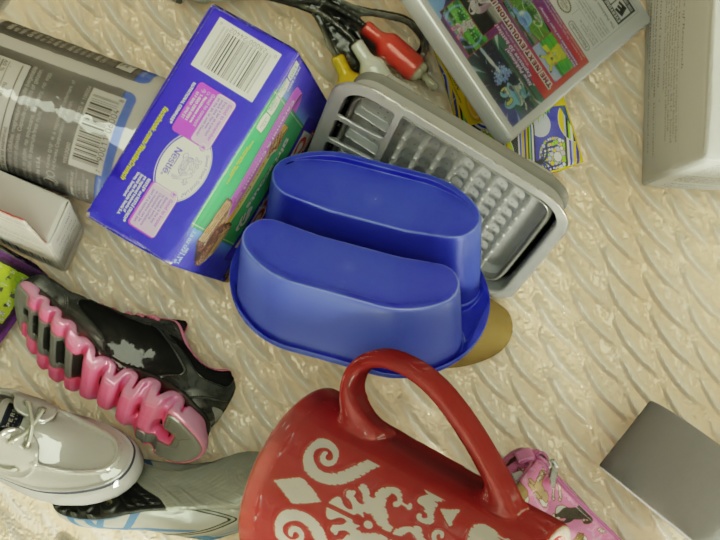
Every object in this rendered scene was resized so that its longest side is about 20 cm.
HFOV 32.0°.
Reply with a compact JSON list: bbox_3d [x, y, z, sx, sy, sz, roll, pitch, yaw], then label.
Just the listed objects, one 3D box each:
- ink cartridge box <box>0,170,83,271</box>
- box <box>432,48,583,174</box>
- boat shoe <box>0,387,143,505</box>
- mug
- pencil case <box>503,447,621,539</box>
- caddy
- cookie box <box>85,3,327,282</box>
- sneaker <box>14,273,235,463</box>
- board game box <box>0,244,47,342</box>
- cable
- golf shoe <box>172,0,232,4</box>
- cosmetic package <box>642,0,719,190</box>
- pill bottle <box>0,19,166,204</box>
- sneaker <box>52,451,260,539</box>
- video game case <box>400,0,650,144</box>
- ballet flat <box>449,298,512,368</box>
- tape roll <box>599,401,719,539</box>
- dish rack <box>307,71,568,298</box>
[{"bbox_3d":[-0.317,-0.071,0.948,0.199,0.176,0.045,23,78,0],"label":"ink cartridge box"},{"bbox_3d":[0.106,-0.167,0.996,0.070,0.064,0.201,-17,88,-27],"label":"box"},{"bbox_3d":[-0.268,0.126,0.980,0.199,0.066,0.072,15,59,15],"label":"boat shoe"},{"bbox_3d":[0.032,0.167,0.854,0.199,0.178,0.133,24,50,25],"label":"mug"},{"bbox_3d":[0.173,0.234,0.993,0.200,0.087,0.083,46,58,0],"label":"pencil case"},{"bbox_3d":[0.000,0.000,0.929,0.199,0.105,0.142,16,52,9],"label":"caddy"},{"bbox_3d":[-0.103,-0.084,0.934,0.075,0.200,0.172,31,90,6],"label":"cookie box"},{"bbox_3d":[-0.185,0.063,1.005,0.200,0.079,0.095,38,51,4],"label":"sneaker"},{"bbox_3d":[-0.348,0.008,0.954,0.032,0.200,0.120,30,85,42],"label":"board game box"},{"bbox_3d":[-0.016,-0.201,0.995,0.097,0.050,0.200,-43,108,-3],"label":"cable"},{"bbox_3d":[-0.112,-0.315,1.015,0.097,0.078,0.202,1,95,-17],"label":"golf shoe"},{"bbox_3d":[0.314,-0.149,0.938,0.166,0.200,0.168,2,89,-1],"label":"cosmetic package"},{"bbox_3d":[-0.256,-0.128,0.982,0.199,0.114,0.114,20,89,1],"label":"pill bottle"},{"bbox_3d":[-0.151,0.187,1.003,0.199,0.072,0.073,-3,130,9],"label":"sneaker"},{"bbox_3d":[0.112,-0.227,0.961,0.182,0.023,0.200,-40,100,-26],"label":"video game case"},{"bbox_3d":[0.025,0.042,1.003,0.199,0.063,0.069,5,87,0],"label":"ballet flat"},{"bbox_3d":[0.276,0.185,0.933,0.200,0.200,0.066,39,89,1],"label":"tape roll"},{"bbox_3d":[0.059,-0.069,0.966,0.199,0.172,0.044,32,61,1],"label":"dish rack"}]
